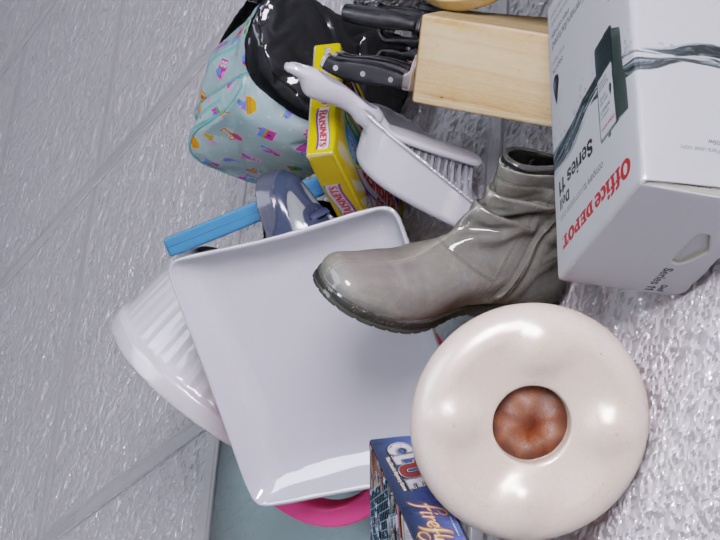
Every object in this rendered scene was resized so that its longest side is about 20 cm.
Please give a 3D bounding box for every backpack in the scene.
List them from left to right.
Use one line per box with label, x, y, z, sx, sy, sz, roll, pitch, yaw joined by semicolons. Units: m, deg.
backpack;-0.067;-0.152;1.598;0.200;0.167;0.127;-22;43;60

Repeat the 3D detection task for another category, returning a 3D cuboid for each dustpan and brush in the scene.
dustpan and brush;0.024;-0.094;1.360;0.057;0.200;0.140;-63;24;18

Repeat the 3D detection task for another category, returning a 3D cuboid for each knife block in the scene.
knife block;0.075;-0.144;1.305;0.200;0.175;0.064;-141;54;-65

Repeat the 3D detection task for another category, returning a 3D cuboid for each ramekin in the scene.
ramekin;-0.096;0.063;1.537;0.094;0.202;0.202;-53;27;10

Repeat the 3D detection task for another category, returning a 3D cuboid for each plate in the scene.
plate;-0.023;0.063;1.345;0.200;0.032;0.200;-13;102;30

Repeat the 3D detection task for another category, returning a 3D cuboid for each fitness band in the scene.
fitness band;-0.016;0.103;1.394;0.200;0.144;0.037;-57;-9;30

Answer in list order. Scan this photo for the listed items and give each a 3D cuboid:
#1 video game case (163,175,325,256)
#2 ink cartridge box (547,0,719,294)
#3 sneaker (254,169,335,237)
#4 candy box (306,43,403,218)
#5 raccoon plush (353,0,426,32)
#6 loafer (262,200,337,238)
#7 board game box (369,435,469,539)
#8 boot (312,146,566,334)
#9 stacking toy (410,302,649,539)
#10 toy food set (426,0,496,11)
video game case;-0.070;-0.055;1.548;0.143;0.018;0.200;-22;3;12
ink cartridge box;0.175;-0.104;1.130;0.147;0.083;0.200;120;153;-62
sneaker;0.000;0.000;1.407;0.082;0.200;0.070;-29;8;30
candy box;-0.002;-0.078;1.467;0.200;0.026;0.102;62;-151;-56
raccoon plush;0.054;-0.234;1.588;0.134;0.097;0.200;39;141;50
loafer;-0.051;-0.033;1.644;0.200;0.072;0.073;4;78;67
board game box;0.038;0.226;1.212;0.136;0.035;0.200;-117;23;-58
boot;0.072;-0.028;1.221;0.068;0.200;0.131;55;130;41
stacking toy;0.095;0.080;1.212;0.200;0.146;0.146;-123;53;-80
toy food set;0.127;-0.274;1.329;0.198;0.049;0.200;-5;56;18
